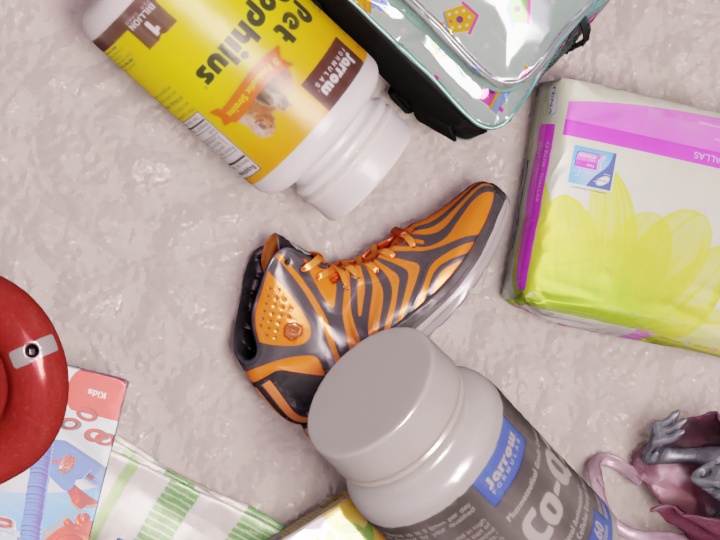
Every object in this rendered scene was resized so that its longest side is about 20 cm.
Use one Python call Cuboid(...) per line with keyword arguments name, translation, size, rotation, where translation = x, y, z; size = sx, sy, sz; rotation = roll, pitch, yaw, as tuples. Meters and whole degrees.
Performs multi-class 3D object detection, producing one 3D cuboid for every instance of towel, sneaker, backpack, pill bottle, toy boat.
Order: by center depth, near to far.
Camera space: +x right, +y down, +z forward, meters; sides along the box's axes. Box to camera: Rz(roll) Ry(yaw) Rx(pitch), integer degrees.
Cuboid(name="toy boat", translation=(-0.262, 0.077, 1.488), size=(0.199, 0.131, 0.131), rotation=(-23, 92, -7))
Cuboid(name="pill bottle", translation=(0.062, 0.131, 1.613), size=(0.114, 0.114, 0.200), rotation=(-50, 124, -9))
Cuboid(name="pill bottle", translation=(-0.066, -0.124, 1.614), size=(0.200, 0.109, 0.109), rotation=(41, 81, -11))
Cuboid(name="backpack", translation=(0.081, -0.205, 1.634), size=(0.176, 0.153, 0.200), rotation=(43, 74, -5))
Cuboid(name="towel", translation=(-0.128, 0.200, 1.644), size=(0.199, 0.023, 0.153), rotation=(28, 84, -13))
Cuboid(name="sneaker", translation=(0.000, 0.000, 1.648), size=(0.112, 0.078, 0.200), rotation=(43, 80, -12))

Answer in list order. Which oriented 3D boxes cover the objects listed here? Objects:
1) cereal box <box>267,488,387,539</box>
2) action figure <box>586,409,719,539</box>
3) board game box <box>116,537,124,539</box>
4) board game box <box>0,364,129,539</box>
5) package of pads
Cuboid(name="cereal box", translation=(-0.050, 0.247, 1.631), size=(0.199, 0.040, 0.144), rotation=(-30, 95, -10))
Cuboid(name="action figure", translation=(0.260, 0.184, 1.703), size=(0.148, 0.134, 0.200), rotation=(-27, 129, 22))
Cuboid(name="board game box", translation=(-0.119, 0.277, 1.548), size=(0.134, 0.045, 0.201), rotation=(22, 68, -4))
Cuboid(name="board game box", translation=(-0.257, 0.137, 1.581), size=(0.199, 0.056, 0.197), rotation=(14, 86, -7))
Cuboid(name="package of pads", translation=(0.199, -0.028, 1.703), size=(0.199, 0.068, 0.156), rotation=(11, 87, -14))
